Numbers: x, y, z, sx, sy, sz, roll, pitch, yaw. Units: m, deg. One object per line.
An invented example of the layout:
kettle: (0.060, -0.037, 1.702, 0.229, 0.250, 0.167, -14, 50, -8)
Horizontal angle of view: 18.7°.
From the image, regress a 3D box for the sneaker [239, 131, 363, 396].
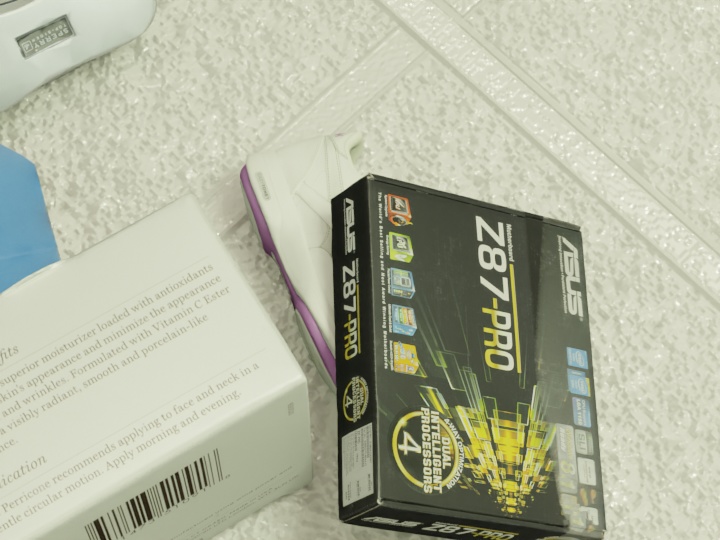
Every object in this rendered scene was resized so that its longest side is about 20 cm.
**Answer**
sneaker: (0.000, 0.000, 1.319, 0.099, 0.075, 0.201, -21, 69, -7)

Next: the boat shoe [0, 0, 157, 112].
boat shoe: (-0.225, -0.139, 1.387, 0.199, 0.065, 0.074, -19, 99, -15)

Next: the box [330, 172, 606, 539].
box: (0.061, 0.057, 1.271, 0.160, 0.049, 0.201, 14, 63, -32)

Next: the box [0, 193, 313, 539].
box: (-0.142, 0.088, 1.217, 0.198, 0.200, 0.131, -30, 72, -11)

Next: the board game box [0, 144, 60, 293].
board game box: (-0.263, 0.008, 1.338, 0.157, 0.039, 0.201, -12, 66, -16)
